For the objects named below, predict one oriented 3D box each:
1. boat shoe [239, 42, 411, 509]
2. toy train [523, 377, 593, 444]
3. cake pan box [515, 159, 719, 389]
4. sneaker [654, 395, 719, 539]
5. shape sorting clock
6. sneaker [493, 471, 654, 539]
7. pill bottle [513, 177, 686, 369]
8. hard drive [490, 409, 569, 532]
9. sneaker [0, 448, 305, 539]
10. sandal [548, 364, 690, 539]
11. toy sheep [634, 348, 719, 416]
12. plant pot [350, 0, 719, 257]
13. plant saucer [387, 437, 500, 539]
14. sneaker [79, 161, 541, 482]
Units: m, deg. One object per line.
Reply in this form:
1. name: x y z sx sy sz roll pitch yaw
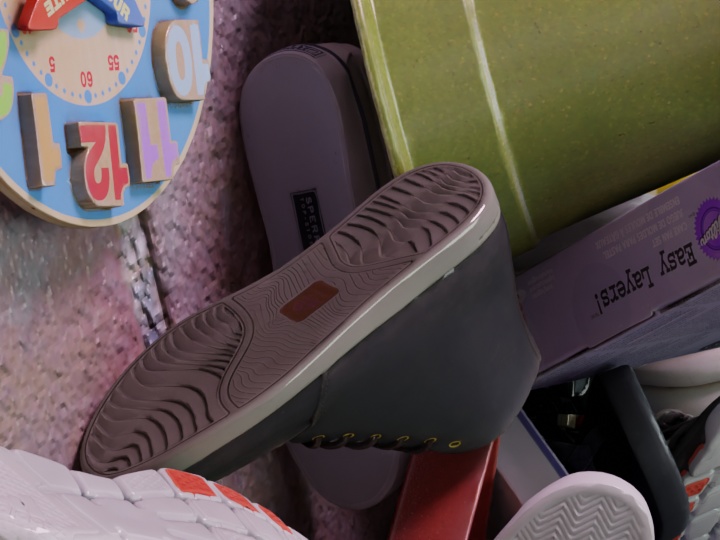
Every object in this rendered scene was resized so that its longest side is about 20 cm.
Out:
1. boat shoe: 0.000 0.000 1.285 0.065 0.073 0.201 -18 106 -56
2. toy train: 0.106 0.066 1.459 0.200 0.046 0.034 48 45 -73
3. cake pan box: 0.176 -0.008 1.306 0.184 0.200 0.053 -13 79 -36
4. sneaker: 0.153 0.099 1.453 0.200 0.077 0.082 111 -39 -54
5. shape sorting clock: -0.109 -0.116 1.125 0.200 0.039 0.201 3 87 -62
6. sneaker: 0.071 0.152 1.248 0.116 0.073 0.201 -67 178 -66
7. pill bottle: 0.113 -0.057 1.454 0.111 0.111 0.201 33 62 -57
8. hard drive: 0.093 0.134 1.389 0.132 0.025 0.200 55 -7 40
9. sneaker: -0.085 0.123 1.086 0.199 0.077 0.082 19 109 -35
10. sandal: 0.110 0.105 1.377 0.200 0.043 0.076 100 -33 -67
11. toy sheep: 0.175 0.027 1.552 0.138 0.137 0.201 -51 130 -50
12. plant pot: 0.103 -0.104 1.285 0.200 0.189 0.201 -13 90 -83
13. plant saucer: 0.017 0.181 1.282 0.200 0.037 0.200 91 13 -60
14. sneaker: -0.011 0.055 1.187 0.200 0.075 0.106 -34 126 -14
